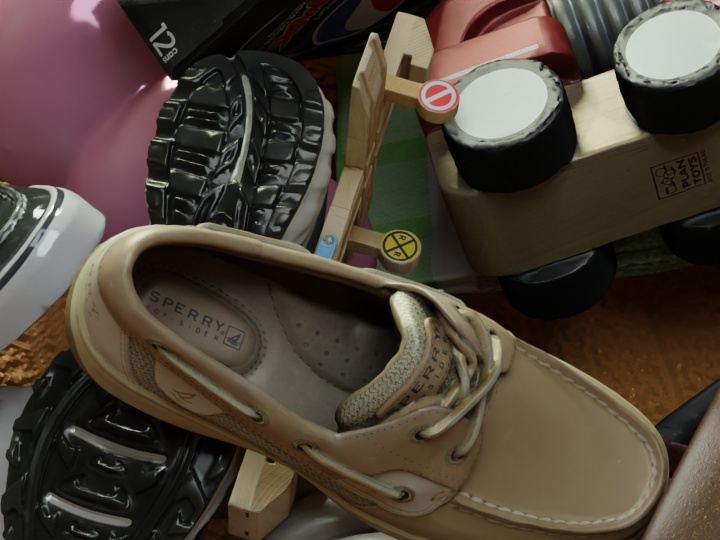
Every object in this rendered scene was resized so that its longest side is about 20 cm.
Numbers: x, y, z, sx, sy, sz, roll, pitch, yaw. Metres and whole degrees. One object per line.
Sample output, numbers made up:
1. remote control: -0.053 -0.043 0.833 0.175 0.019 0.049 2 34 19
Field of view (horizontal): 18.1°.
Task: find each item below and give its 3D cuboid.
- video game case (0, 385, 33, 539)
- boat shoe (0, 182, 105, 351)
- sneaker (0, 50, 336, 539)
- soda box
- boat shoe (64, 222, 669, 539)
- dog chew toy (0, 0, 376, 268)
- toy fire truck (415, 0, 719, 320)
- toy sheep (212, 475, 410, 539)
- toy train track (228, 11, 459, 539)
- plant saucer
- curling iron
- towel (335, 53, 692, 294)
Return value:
1. video game case: -0.206 0.117 0.768 0.199 0.024 0.183 0 54 23
2. boat shoe: -0.166 -0.009 0.796 0.068 0.199 0.074 46 64 -26
3. sneaker: -0.055 0.028 0.763 0.074 0.079 0.201 17 70 16
4. soda box: -0.022 -0.122 0.852 0.071 0.063 0.200 55 25 7
5. boat shoe: 0.010 0.036 0.682 0.199 0.065 0.072 23 73 -14
6. dog chew toy: -0.069 -0.047 0.876 0.124 0.125 0.200 -34 73 -24
7. toy fire truck: 0.099 -0.110 0.866 0.175 0.129 0.200 -19 44 6
8. toy sheep: 0.003 0.127 0.755 0.137 0.138 0.200 -3 36 -7
9. toy train track: 0.000 0.000 0.759 0.032 0.115 0.201 16 60 6
10. plant saucer: 0.110 0.097 0.745 0.032 0.200 0.200 25 58 13
11. curling iron: 0.110 0.064 0.812 0.026 0.050 0.200 39 25 18
12. towel: 0.087 -0.057 0.919 0.199 0.031 0.150 -8 55 13
